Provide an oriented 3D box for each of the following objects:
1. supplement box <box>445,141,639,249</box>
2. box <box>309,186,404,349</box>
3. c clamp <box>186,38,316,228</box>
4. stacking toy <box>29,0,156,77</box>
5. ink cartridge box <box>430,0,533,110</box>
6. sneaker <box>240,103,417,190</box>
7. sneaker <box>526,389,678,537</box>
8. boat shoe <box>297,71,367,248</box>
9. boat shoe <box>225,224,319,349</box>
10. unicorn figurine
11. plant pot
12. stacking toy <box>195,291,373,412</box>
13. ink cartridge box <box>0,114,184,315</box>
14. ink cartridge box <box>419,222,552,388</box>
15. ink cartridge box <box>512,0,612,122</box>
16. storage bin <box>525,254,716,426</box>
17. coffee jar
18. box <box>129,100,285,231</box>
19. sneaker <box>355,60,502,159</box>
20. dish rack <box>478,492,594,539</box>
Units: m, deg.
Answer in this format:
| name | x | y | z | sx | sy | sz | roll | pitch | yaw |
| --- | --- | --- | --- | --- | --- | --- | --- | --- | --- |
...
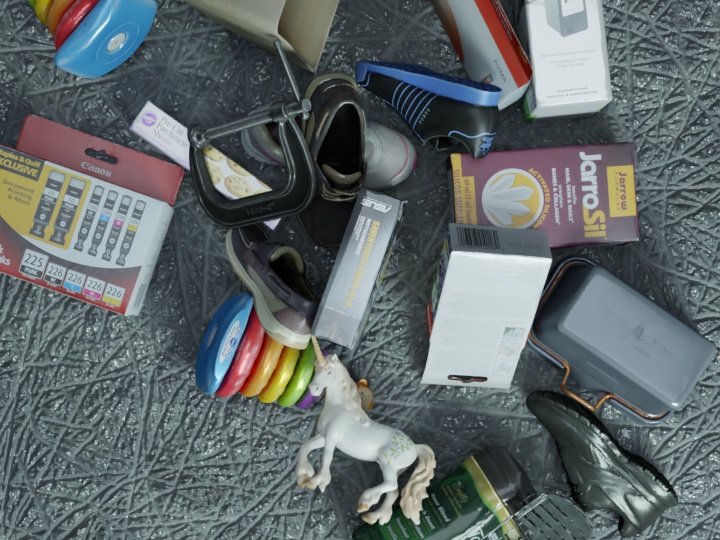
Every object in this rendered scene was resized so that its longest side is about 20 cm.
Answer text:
| name | x | y | z | sx | sy | sz | roll | pitch | yaw |
| --- | --- | --- | --- | --- | --- | --- | --- | --- | --- |
| supplement box | 0.197 | -0.077 | 1.578 | 0.199 | 0.086 | 0.111 | -4 | 89 | 0 |
| box | 0.000 | 0.000 | 1.520 | 0.048 | 0.200 | 0.159 | 18 | 88 | 3 |
| c clamp | -0.117 | -0.132 | 1.521 | 0.199 | 0.027 | 0.172 | -18 | 98 | 40 |
| stacking toy | -0.331 | -0.315 | 1.578 | 0.200 | 0.110 | 0.116 | 45 | 100 | 12 |
| ink cartridge box | 0.123 | -0.254 | 1.523 | 0.050 | 0.200 | 0.163 | -26 | 88 | 4 |
| sneaker | -0.036 | -0.135 | 1.578 | 0.199 | 0.088 | 0.082 | 9 | 89 | 0 |
| sneaker | 0.252 | 0.213 | 1.583 | 0.200 | 0.076 | 0.091 | 42 | 99 | 4 |
| boat shoe | -0.032 | -0.106 | 1.511 | 0.074 | 0.073 | 0.201 | -8 | 122 | -12 |
| boat shoe | -0.088 | 0.002 | 1.535 | 0.072 | 0.200 | 0.065 | 23 | 114 | -33 |
| unicorn figurine | -0.009 | 0.178 | 1.532 | 0.199 | 0.074 | 0.138 | 31 | 74 | -13 |
| plant pot | -0.117 | -0.351 | 1.539 | 0.176 | 0.200 | 0.201 | 19 | 89 | 11 |
| stacking toy | -0.074 | 0.112 | 1.580 | 0.199 | 0.110 | 0.117 | 25 | 83 | -14 |
| ink cartridge box | -0.314 | -0.065 | 1.580 | 0.199 | 0.084 | 0.177 | 19 | 89 | 1 |
| ink cartridge box | 0.130 | 0.041 | 1.559 | 0.108 | 0.051 | 0.201 | 4 | 133 | -8 |
| ink cartridge box | 0.212 | -0.269 | 1.552 | 0.083 | 0.146 | 0.201 | -6 | 89 | 1 |
| storage bin | 0.277 | 0.080 | 1.549 | 0.199 | 0.134 | 0.146 | 34 | 86 | 2 |
| coffee jar | 0.097 | 0.277 | 1.563 | 0.199 | 0.104 | 0.085 | -33 | 45 | 0 |
| box | -0.164 | -0.115 | 1.603 | 0.200 | 0.039 | 0.042 | 36 | 90 | 1 |
| sneaker | 0.065 | -0.176 | 1.555 | 0.199 | 0.070 | 0.078 | 23 | 111 | 43 |
| dish rack | 0.163 | 0.324 | 1.542 | 0.200 | 0.153 | 0.055 | -38 | 49 | 6 |
